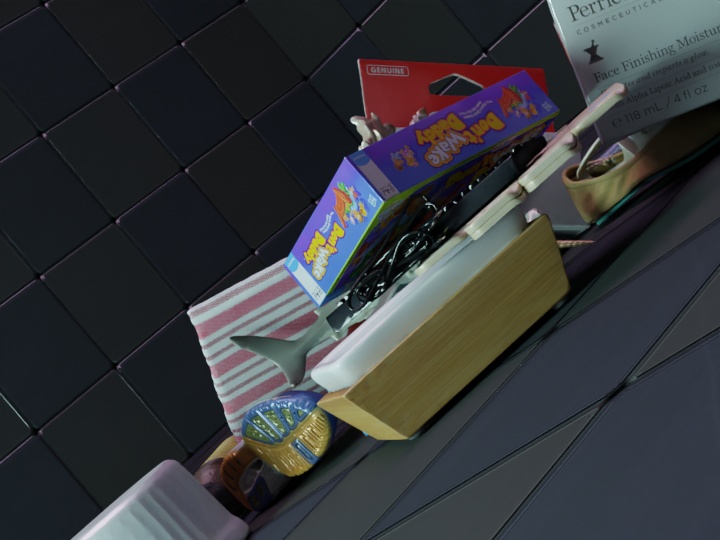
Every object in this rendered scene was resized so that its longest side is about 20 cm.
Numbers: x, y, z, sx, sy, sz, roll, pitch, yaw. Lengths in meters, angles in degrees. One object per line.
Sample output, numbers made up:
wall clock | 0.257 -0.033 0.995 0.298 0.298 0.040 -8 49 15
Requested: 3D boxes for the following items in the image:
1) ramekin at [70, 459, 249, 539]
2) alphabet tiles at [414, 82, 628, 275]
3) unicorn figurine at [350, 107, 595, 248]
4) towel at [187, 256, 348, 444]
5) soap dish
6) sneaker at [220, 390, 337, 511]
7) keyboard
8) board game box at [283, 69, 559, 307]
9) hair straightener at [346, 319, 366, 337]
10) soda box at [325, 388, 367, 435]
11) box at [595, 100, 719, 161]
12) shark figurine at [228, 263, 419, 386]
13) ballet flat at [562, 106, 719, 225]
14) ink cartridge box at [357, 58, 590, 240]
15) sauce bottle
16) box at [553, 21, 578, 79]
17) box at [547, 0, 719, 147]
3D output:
ramekin | -0.201 0.256 1.511 0.200 0.098 0.200 -40 2 1
alphabet tiles | 0.119 -0.065 1.260 0.195 0.015 0.200 -42 1 8
unicorn figurine | 0.084 -0.065 1.481 0.074 0.199 0.138 115 154 -49
towel | -0.073 0.067 1.591 0.146 0.030 0.201 -29 -43 -13
soap dish | 0.061 0.045 1.301 0.200 0.081 0.157 -41 1 -11
sneaker | -0.061 0.144 1.564 0.088 0.075 0.200 -38 -4 -34
keyboard | 0.045 -0.034 1.254 0.200 0.040 0.104 -43 0 24
board game box | 0.046 -0.063 1.311 0.200 0.045 0.135 -29 -18 -38
hair straightener | 0.019 0.029 1.606 0.041 0.201 0.077 5 -2 29
soda box | 0.056 0.052 1.500 0.200 0.068 0.064 -42 2 -37
box | 0.289 -0.135 1.586 0.137 0.040 0.200 -42 1 -32
shark figurine | -0.008 0.006 1.518 0.214 0.090 0.128 -37 2 28
ballet flat | 0.236 -0.100 1.471 0.069 0.063 0.200 -39 0 -38
ink cartridge box | 0.103 -0.117 1.590 0.199 0.177 0.045 0 -18 -22
sauce bottle | -0.135 0.213 1.731 0.065 0.065 0.200 -40 0 14
box | 0.291 -0.221 1.671 0.199 0.100 0.095 -11 -16 -48
box | 0.266 -0.212 1.410 0.198 0.131 0.200 -22 11 14
